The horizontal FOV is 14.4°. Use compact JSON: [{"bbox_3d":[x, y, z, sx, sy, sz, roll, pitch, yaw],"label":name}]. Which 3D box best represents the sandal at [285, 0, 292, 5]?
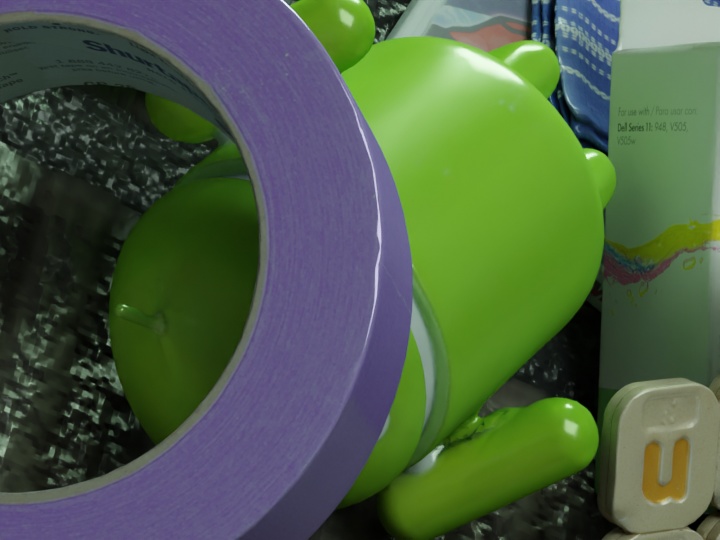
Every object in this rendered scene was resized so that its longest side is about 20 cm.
[{"bbox_3d":[-0.050,-0.126,1.011,0.076,0.043,0.200,48,39,-11],"label":"sandal"}]

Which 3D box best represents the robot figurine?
[{"bbox_3d":[0.000,0.000,0.911,0.200,0.116,0.176,-39,107,-43],"label":"robot figurine"}]

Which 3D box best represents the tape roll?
[{"bbox_3d":[-0.088,0.002,0.805,0.200,0.066,0.201,-2,76,8],"label":"tape roll"}]

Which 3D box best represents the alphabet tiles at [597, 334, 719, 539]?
[{"bbox_3d":[0.164,0.076,0.962,0.200,0.015,0.196,-6,106,-28],"label":"alphabet tiles"}]

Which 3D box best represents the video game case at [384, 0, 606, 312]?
[{"bbox_3d":[0.106,-0.071,1.092,0.182,0.023,0.200,39,48,-9],"label":"video game case"}]

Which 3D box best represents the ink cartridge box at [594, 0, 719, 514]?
[{"bbox_3d":[0.150,-0.018,0.997,0.117,0.067,0.200,1,91,-30],"label":"ink cartridge box"}]

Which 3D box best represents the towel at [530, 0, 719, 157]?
[{"bbox_3d":[0.130,-0.105,1.099,0.145,0.024,0.200,21,52,-24],"label":"towel"}]
